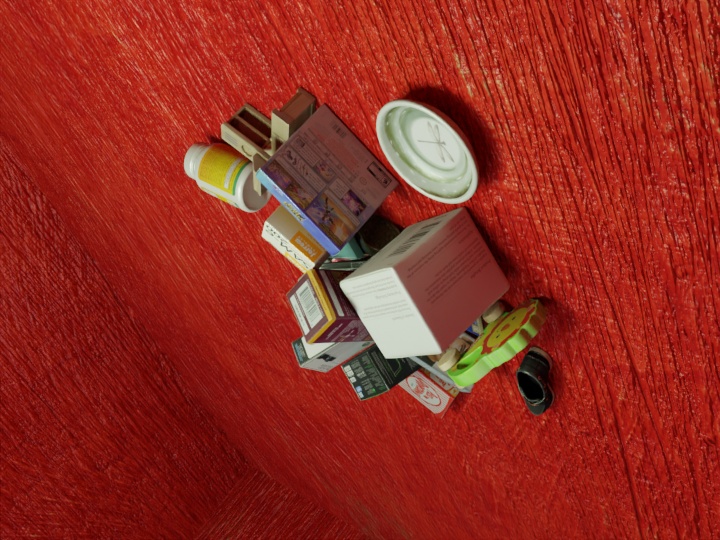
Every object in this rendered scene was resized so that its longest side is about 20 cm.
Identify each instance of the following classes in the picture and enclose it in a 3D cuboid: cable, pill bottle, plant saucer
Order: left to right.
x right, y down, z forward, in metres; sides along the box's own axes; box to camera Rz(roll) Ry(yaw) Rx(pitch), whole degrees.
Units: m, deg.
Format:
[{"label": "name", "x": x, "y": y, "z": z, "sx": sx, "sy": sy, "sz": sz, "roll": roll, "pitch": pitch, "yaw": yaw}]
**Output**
[{"label": "pill bottle", "x": -0.291, "y": -0.211, "z": 1.881, "sx": 0.198, "sy": 0.113, "sz": 0.114, "roll": 25, "pitch": 151, "yaw": 32}, {"label": "plant saucer", "x": -0.078, "y": -0.052, "z": 1.753, "sx": 0.198, "sy": 0.019, "sz": 0.071, "roll": 3, "pitch": 132, "yaw": 47}, {"label": "cable", "x": 0.000, "y": 0.000, "z": 1.721, "sx": 0.097, "sy": 0.195, "sz": 0.052, "roll": -166, "pitch": 69, "yaw": -83}, {"label": "plant saucer", "x": 0.115, "y": -0.199, "z": 1.373, "sx": 0.198, "sy": 0.050, "sz": 0.202, "roll": 33, "pitch": 153, "yaw": 19}]

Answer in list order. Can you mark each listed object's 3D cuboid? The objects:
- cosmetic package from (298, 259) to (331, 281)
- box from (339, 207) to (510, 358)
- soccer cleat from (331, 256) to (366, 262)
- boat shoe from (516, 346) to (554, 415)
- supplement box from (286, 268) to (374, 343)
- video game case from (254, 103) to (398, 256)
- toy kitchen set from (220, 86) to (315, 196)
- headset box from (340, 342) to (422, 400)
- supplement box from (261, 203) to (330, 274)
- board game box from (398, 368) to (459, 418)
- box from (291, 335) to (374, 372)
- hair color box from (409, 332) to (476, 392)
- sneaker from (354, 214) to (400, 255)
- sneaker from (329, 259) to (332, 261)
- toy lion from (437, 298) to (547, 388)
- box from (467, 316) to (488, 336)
[{"label": "cosmetic package", "x": -0.046, "y": 0.055, "z": 1.876, "sx": 0.107, "sy": 0.090, "sz": 0.200, "roll": 47, "pitch": 179, "yaw": 26}, {"label": "box", "x": 0.112, "y": 0.026, "z": 1.525, "sx": 0.173, "sy": 0.198, "sz": 0.199, "roll": 57, "pitch": 151, "yaw": -9}, {"label": "soccer cleat", "x": 0.020, "y": 0.021, "z": 1.831, "sx": 0.201, "sy": 0.077, "sz": 0.066, "roll": 50, "pitch": 154, "yaw": -15}, {"label": "boat shoe", "x": 0.342, "y": 0.233, "z": 1.710, "sx": 0.073, "sy": 0.063, "sz": 0.203, "roll": 25, "pitch": 151, "yaw": 27}, {"label": "supplement box", "x": -0.029, "y": 0.068, "z": 1.626, "sx": 0.086, "sy": 0.198, "sz": 0.112, "roll": -43, "pitch": 60, "yaw": 33}, {"label": "video game case", "x": -0.058, "y": -0.161, "z": 1.532, "sx": 0.200, "sy": 0.182, "sz": 0.045, "roll": 45, "pitch": 155, "yaw": -7}, {"label": "toy kitchen set", "x": -0.200, "y": -0.255, "z": 1.616, "sx": 0.179, "sy": 0.164, "sz": 0.201, "roll": 36, "pitch": 154, "yaw": 12}, {"label": "headset box", "x": 0.082, "y": 0.180, "z": 1.859, "sx": 0.094, "sy": 0.198, "sz": 0.174, "roll": 58, "pitch": 154, "yaw": 2}, {"label": "supplement box", "x": -0.076, "y": -0.105, "z": 1.626, "sx": 0.125, "sy": 0.201, "sz": 0.074, "roll": 39, "pitch": 156, "yaw": 4}, {"label": "board game box", "x": 0.141, "y": 0.253, "z": 2.054, "sx": 0.199, "sy": 0.046, "sz": 0.152, "roll": 37, "pitch": 155, "yaw": 12}, {"label": "box", "x": -0.035, "y": 0.139, "z": 1.832, "sx": 0.116, "sy": 0.198, "sz": 0.061, "roll": 24, "pitch": -142, "yaw": -60}, {"label": "hair color box", "x": 0.158, "y": 0.153, "z": 1.755, "sx": 0.198, "sy": 0.100, "sz": 0.061, "roll": 33, "pitch": 168, "yaw": -8}, {"label": "sneaker", "x": 0.016, "y": -0.065, "z": 1.724, "sx": 0.198, "sy": 0.067, "sz": 0.090, "roll": 28, "pitch": 158, "yaw": 32}, {"label": "sneaker", "x": -0.103, "y": -0.086, "z": 1.834, "sx": 0.074, "sy": 0.085, "sz": 0.201, "roll": 4, "pitch": 135, "yaw": 52}, {"label": "toy lion", "x": 0.244, "y": 0.130, "z": 1.542, "sx": 0.069, "sy": 0.200, "sz": 0.192, "roll": 46, "pitch": 174, "yaw": -7}, {"label": "box", "x": 0.166, "y": 0.053, "z": 1.720, "sx": 0.198, "sy": 0.032, "sz": 0.122, "roll": 26, "pitch": 151, "yaw": 34}]
